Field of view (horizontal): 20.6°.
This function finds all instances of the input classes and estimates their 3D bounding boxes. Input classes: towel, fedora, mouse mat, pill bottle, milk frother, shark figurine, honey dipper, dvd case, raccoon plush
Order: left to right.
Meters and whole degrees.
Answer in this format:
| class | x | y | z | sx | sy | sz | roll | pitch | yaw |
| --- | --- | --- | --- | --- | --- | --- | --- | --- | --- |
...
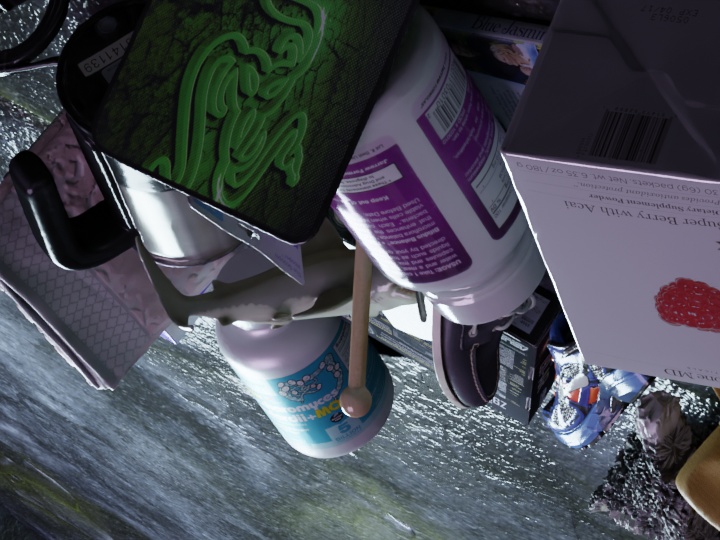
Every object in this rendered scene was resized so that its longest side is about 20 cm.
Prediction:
| class | x | y | z | sx | sy | sz | roll | pitch | yaw |
| --- | --- | --- | --- | --- | --- | --- | --- | --- | --- |
| towel | -0.195 | -0.030 | 1.557 | 0.032 | 0.191 | 0.200 | 24 | 159 | 48 |
| milk frother | -0.181 | -0.122 | 1.446 | 0.188 | 0.179 | 0.201 | 77 | 175 | -62 |
| mouse mat | -0.053 | -0.132 | 1.105 | 0.160 | 0.201 | 0.008 | 25 | -177 | 24 |
| shark figurine | -0.054 | -0.003 | 1.414 | 0.213 | 0.090 | 0.128 | -6 | 173 | -9 |
| pill bottle | -0.053 | 0.064 | 1.663 | 0.110 | 0.111 | 0.200 | 20 | 156 | 35 |
| honey dipper | 0.000 | 0.000 | 1.337 | 0.038 | 0.202 | 0.038 | 5 | -172 | -1 |
| pill bottle | 0.036 | -0.059 | 1.182 | 0.112 | 0.113 | 0.200 | 15 | 152 | 43 |
| dvd case | 0.116 | -0.095 | 1.167 | 0.199 | 0.018 | 0.143 | 16 | 154 | 40 |
| raccoon plush | 0.213 | 0.128 | 1.451 | 0.134 | 0.097 | 0.201 | 27 | 147 | 46 |
| fedora | 0.265 | 0.149 | 1.299 | 0.201 | 0.082 | 0.201 | 49 | -179 | -1 |

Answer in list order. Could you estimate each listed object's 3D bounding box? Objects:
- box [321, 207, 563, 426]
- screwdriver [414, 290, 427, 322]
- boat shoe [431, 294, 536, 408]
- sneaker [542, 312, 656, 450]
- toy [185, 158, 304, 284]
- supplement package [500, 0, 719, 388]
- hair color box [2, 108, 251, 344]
| class | x | y | z | sx | sy | sz | roll | pitch | yaw |
| --- | --- | --- | --- | --- | --- | --- | --- | --- | --- |
| box | 0.055 | 0.026 | 1.501 | 0.199 | 0.044 | 0.160 | 29 | 160 | 15 |
| screwdriver | 0.037 | -0.010 | 1.318 | 0.029 | 0.028 | 0.200 | 36 | -162 | -24 |
| boat shoe | 0.086 | 0.019 | 1.349 | 0.062 | 0.073 | 0.201 | 7 | 130 | 18 |
| sneaker | 0.166 | 0.061 | 1.387 | 0.078 | 0.075 | 0.200 | 41 | 153 | 7 |
| toy | -0.059 | -0.106 | 1.198 | 0.047 | 0.201 | 0.115 | -25 | 143 | 25 |
| supplement package | 0.167 | -0.041 | 1.027 | 0.120 | 0.120 | 0.200 | 9 | 150 | 26 |
| hair color box | -0.186 | -0.046 | 1.620 | 0.065 | 0.110 | 0.200 | 21 | 158 | 50 |
